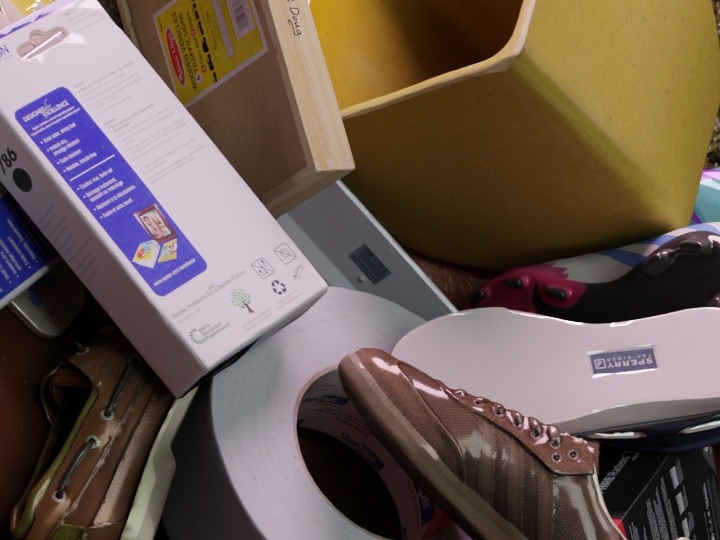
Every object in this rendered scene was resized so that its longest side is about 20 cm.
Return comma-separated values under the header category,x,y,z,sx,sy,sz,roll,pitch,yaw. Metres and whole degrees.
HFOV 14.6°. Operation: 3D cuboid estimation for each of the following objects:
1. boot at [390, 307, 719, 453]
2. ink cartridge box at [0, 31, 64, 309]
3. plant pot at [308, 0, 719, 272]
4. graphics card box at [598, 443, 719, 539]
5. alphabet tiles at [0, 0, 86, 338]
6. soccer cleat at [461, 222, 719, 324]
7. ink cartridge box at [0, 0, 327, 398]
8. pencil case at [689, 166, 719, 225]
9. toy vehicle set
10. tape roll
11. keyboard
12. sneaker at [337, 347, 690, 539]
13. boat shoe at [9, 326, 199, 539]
category,x,y,z,sx,sy,sz,roll,pitch,yaw
boot,0.111,0.068,1.476,0.199,0.090,0.073,0,63,-4
ink cartridge box,-0.177,-0.044,1.406,0.095,0.037,0.200,56,46,-9
plant pot,0.095,-0.107,1.570,0.200,0.195,0.195,41,51,-31
graphics card box,0.151,0.163,1.517,0.200,0.051,0.126,-41,121,-61
alphabet tiles,-0.192,-0.069,1.437,0.196,0.015,0.200,48,50,-12
soccer cleat,0.149,0.020,1.553,0.086,0.200,0.070,-10,86,-50
ink cartridge box,-0.114,-0.040,1.393,0.099,0.039,0.200,-33,83,-42
pencil case,0.219,-0.032,1.699,0.200,0.085,0.093,-21,74,-42
toy vehicle set,-0.074,-0.123,1.479,0.026,0.124,0.200,-7,76,-39
tape roll,-0.005,0.109,1.447,0.200,0.066,0.201,20,48,-23
keyboard,0.000,0.000,1.532,0.200,0.056,0.011,48,26,-12
sneaker,0.077,0.100,1.393,0.076,0.070,0.200,-44,86,-7
boat shoe,-0.122,0.059,1.400,0.068,0.072,0.200,23,50,-15
